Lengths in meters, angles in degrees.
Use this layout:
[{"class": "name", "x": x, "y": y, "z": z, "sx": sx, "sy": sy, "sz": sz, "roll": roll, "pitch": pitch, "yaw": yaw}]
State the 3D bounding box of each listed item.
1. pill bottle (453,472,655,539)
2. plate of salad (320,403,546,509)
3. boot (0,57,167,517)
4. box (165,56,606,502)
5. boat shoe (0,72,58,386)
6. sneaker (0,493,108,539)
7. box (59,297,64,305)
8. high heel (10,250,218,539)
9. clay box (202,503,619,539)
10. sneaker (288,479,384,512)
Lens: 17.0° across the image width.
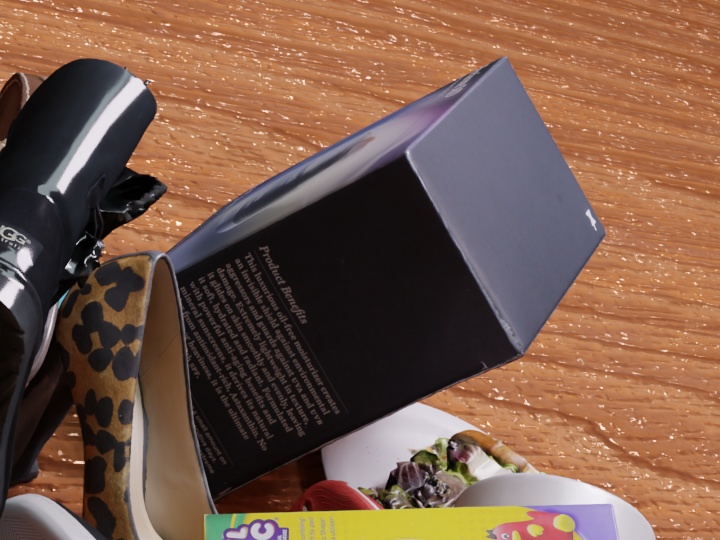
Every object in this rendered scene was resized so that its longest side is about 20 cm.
[{"class": "pill bottle", "x": 0.066, "y": 0.197, "z": 1.048, "sx": 0.113, "sy": 0.113, "sz": 0.201, "roll": 27, "pitch": 56, "yaw": -18}, {"class": "plate of salad", "x": 0.068, "y": 0.133, "z": 1.327, "sx": 0.200, "sy": 0.048, "sz": 0.200, "roll": 29, "pitch": 26, "yaw": -16}, {"class": "boot", "x": -0.152, "y": 0.022, "z": 1.030, "sx": 0.076, "sy": 0.200, "sz": 0.168, "roll": 26, "pitch": 40, "yaw": 1}, {"class": "box", "x": 0.000, "y": 0.000, "z": 1.260, "sx": 0.124, "sy": 0.198, "sz": 0.200, "roll": 61, "pitch": 24, "yaw": -8}, {"class": "boat shoe", "x": -0.178, "y": -0.026, "z": 1.143, "sx": 0.072, "sy": 0.076, "sz": 0.200, "roll": 22, "pitch": 40, "yaw": -20}, {"class": "sneaker", "x": -0.080, "y": 0.178, "z": 1.052, "sx": 0.200, "sy": 0.073, "sz": 0.112, "roll": 52, "pitch": 26, "yaw": 14}, {"class": "box", "x": -0.185, "y": -0.009, "z": 1.255, "sx": 0.082, "sy": 0.049, "sz": 0.200, "roll": 25, "pitch": 28, "yaw": -21}, {"class": "high heel", "x": -0.075, "y": 0.093, "z": 1.105, "sx": 0.200, "sy": 0.143, "sz": 0.071, "roll": 41, "pitch": 26, "yaw": 11}, {"class": "clay box", "x": 0.009, "y": 0.152, "z": 0.968, "sx": 0.199, "sy": 0.048, "sz": 0.115, "roll": -1, "pitch": 44, "yaw": -5}, {"class": "sneaker", "x": 0.043, "y": 0.192, "z": 1.187, "sx": 0.115, "sy": 0.078, "sz": 0.200, "roll": 7, "pitch": 49, "yaw": -59}]
